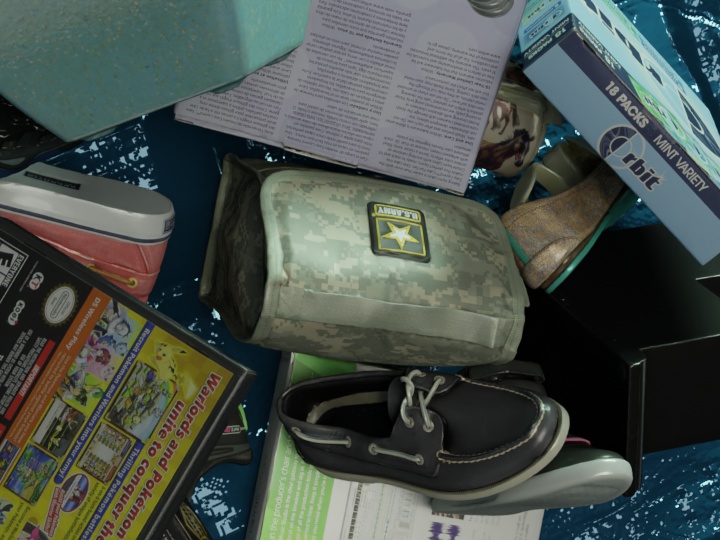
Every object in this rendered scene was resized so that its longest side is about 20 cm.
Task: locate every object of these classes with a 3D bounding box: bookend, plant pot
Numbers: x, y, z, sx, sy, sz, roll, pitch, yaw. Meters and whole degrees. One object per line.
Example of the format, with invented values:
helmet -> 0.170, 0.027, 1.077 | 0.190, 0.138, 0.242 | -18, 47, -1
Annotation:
bookend -> 0.217, 0.046, 1.300 | 0.200, 0.199, 0.092 | -10, 114, -18
plant pot -> -0.130, -0.186, 1.092 | 0.196, 0.196, 0.200 | -18, 99, 21

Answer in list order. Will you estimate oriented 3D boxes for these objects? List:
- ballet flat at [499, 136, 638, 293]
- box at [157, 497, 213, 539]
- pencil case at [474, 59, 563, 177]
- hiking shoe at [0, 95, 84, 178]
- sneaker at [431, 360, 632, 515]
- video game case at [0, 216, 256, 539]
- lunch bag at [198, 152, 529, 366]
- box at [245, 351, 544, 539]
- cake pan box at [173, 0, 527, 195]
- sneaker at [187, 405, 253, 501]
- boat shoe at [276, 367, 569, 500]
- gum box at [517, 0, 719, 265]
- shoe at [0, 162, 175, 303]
ballet flat -> 0.143, -0.052, 1.313 | 0.067, 0.200, 0.068 | 43, 121, 5
box -> -0.213, 0.150, 1.186 | 0.198, 0.050, 0.200 | -37, 78, 8
pencil case -> 0.031, -0.127, 1.300 | 0.200, 0.089, 0.078 | 20, 79, -17
hiking shoe -> -0.245, -0.068, 1.151 | 0.200, 0.087, 0.074 | -20, 71, -21
sneaker -> 0.102, 0.099, 1.245 | 0.071, 0.200, 0.099 | 6, 79, -24
video game case -> -0.185, 0.099, 1.149 | 0.181, 0.026, 0.200 | 31, 90, 14
lunch bag -> 0.000, 0.000, 1.231 | 0.164, 0.200, 0.118 | 9, 99, -17
box -> 0.030, 0.139, 1.338 | 0.200, 0.036, 0.145 | 12, 88, -19
cake pan box -> -0.004, -0.158, 1.209 | 0.200, 0.052, 0.184 | 14, 106, -6
sneaker -> -0.151, 0.148, 1.258 | 0.200, 0.077, 0.084 | -35, 104, -10
boat shoe -> 0.032, 0.094, 1.216 | 0.063, 0.200, 0.073 | 45, 54, -38
gum box -> 0.166, -0.113, 1.262 | 0.045, 0.200, 0.170 | -39, 109, 17
shoe -> -0.220, -0.022, 1.232 | 0.200, 0.071, 0.091 | 15, 110, -2
